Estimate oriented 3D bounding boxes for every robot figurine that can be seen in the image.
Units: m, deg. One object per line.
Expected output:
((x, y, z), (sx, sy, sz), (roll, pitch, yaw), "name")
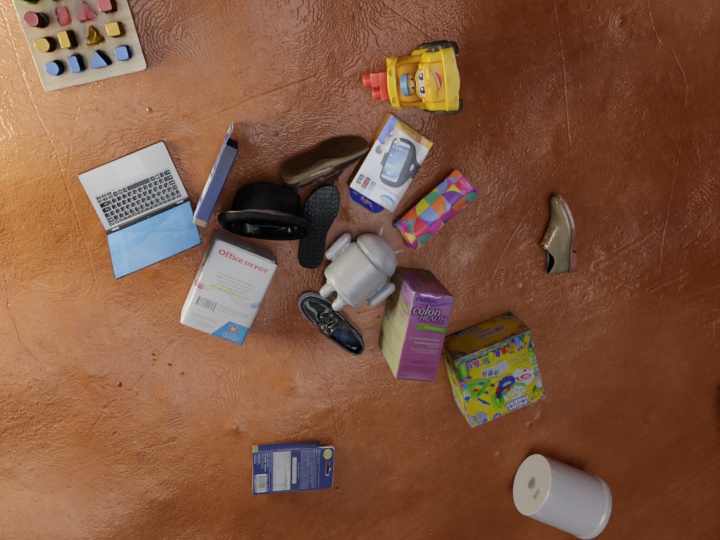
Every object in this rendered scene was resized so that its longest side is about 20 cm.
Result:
((0.000, 0.000, 1.463), (0.200, 0.113, 0.170), (-44, 95, 4), "robot figurine")

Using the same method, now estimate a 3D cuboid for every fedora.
((-0.193, -0.127, 1.374), (0.197, 0.200, 0.093), (6, 77, -14), "fedora")

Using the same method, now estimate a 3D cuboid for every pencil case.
((0.166, -0.133, 1.475), (0.199, 0.089, 0.089), (-40, 112, 5), "pencil case")

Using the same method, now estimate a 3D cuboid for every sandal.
((-0.098, -0.101, 1.450), (0.074, 0.048, 0.203), (11, 118, -15), "sandal")

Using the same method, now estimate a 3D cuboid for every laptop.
((-0.441, -0.123, 1.325), (0.185, 0.116, 0.203), (-23, 111, -5), "laptop")

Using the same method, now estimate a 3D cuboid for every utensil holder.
((0.527, 0.592, 1.751), (0.198, 0.170, 0.172), (24, 102, -16), "utensil holder")

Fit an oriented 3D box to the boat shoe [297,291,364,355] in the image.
((-0.063, 0.127, 1.517), (0.070, 0.066, 0.200), (-42, 112, 4), "boat shoe")

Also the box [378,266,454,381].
((0.120, 0.117, 1.495), (0.095, 0.176, 0.203), (6, 106, -14), "box")

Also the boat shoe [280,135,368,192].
((-0.072, -0.220, 1.408), (0.198, 0.072, 0.072), (-27, 143, -11), "boat shoe")

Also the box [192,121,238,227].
((-0.284, -0.195, 1.332), (0.032, 0.121, 0.202), (21, 103, -17), "box")

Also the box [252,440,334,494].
((-0.164, 0.481, 1.623), (0.196, 0.032, 0.123), (0, 108, -11), "box")

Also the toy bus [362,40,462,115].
((0.100, -0.377, 1.321), (0.188, 0.200, 0.138), (-7, 109, -1), "toy bus")

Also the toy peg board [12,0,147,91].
((-0.520, -0.447, 1.210), (0.197, 0.098, 0.202), (-15, 110, -7), "toy peg board")

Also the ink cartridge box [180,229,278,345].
((-0.282, 0.035, 1.429), (0.143, 0.085, 0.202), (22, 103, -19), "ink cartridge box")

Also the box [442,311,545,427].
((0.318, 0.239, 1.608), (0.197, 0.122, 0.195), (-19, 111, -6), "box")

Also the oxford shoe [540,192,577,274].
((0.462, -0.080, 1.563), (0.074, 0.071, 0.203), (-14, 110, -1), "oxford shoe")

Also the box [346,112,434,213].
((0.059, -0.223, 1.442), (0.118, 0.042, 0.202), (27, 98, -19), "box")
